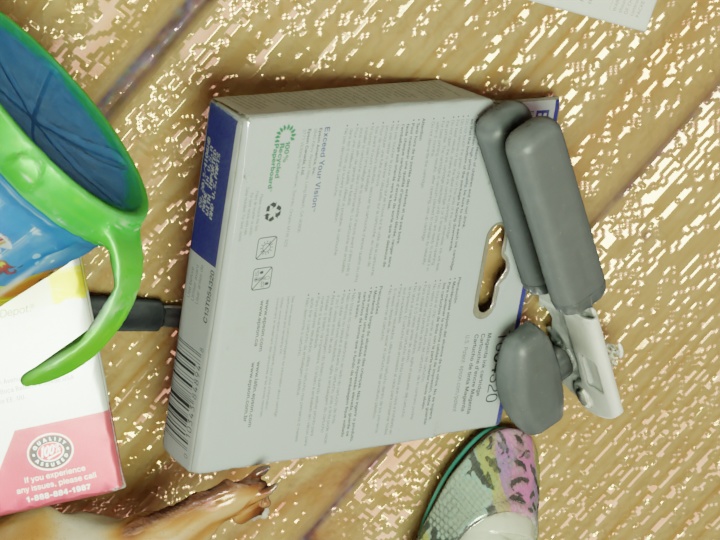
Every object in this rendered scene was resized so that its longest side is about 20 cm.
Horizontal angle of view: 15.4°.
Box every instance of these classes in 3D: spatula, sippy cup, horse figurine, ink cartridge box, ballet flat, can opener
[{"bbox_3d":[-0.089,0.028,1.405,0.200,0.021,0.057,4,111,-13],"label":"spatula"},{"bbox_3d":[-0.188,-0.035,1.212,0.130,0.178,0.140,-39,134,12],"label":"sippy cup"},{"bbox_3d":[-0.143,0.154,1.402,0.200,0.050,0.133,-1,151,-3],"label":"horse figurine"},{"bbox_3d":[-0.207,0.019,1.325,0.145,0.083,0.200,-11,104,-8],"label":"ink cartridge box"},{"bbox_3d":[0.051,0.183,1.474,0.069,0.071,0.200,21,108,-35],"label":"ballet flat"},{"bbox_3d":[0.000,0.000,1.387,0.200,0.043,0.197,-7,116,-36],"label":"ink cartridge box"},{"bbox_3d":[0.097,0.005,1.398,0.066,0.053,0.200,-31,127,-23],"label":"can opener"}]

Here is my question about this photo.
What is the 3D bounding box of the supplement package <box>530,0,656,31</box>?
[{"bbox_3d":[0.052,-0.210,1.276,0.200,0.121,0.120,13,110,-18],"label":"supplement package"}]
